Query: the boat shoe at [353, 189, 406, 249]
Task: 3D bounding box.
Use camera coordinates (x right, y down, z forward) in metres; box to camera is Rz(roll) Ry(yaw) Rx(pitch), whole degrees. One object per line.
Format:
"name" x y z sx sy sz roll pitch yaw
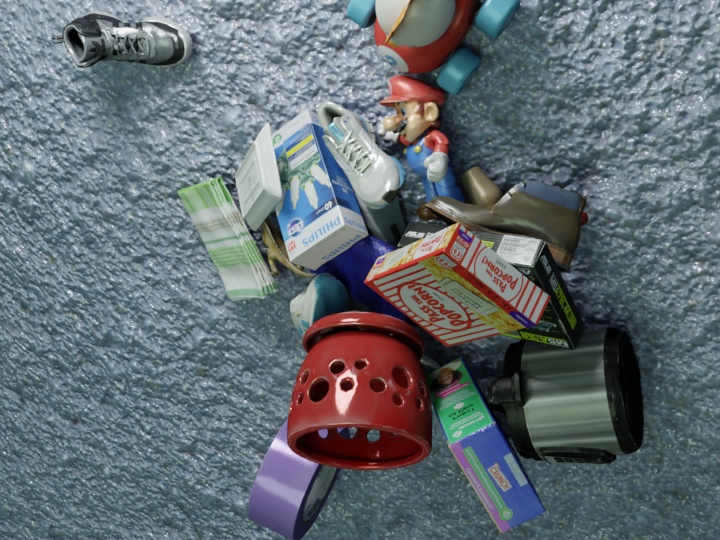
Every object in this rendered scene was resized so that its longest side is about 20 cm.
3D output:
"boat shoe" 0.024 -0.070 1.387 0.068 0.074 0.200 0 128 43

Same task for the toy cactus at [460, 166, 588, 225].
"toy cactus" 0.198 -0.069 1.306 0.200 0.102 0.165 -39 75 36

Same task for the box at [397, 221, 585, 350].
"box" 0.172 0.020 1.244 0.200 0.048 0.193 10 153 37

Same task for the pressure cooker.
"pressure cooker" 0.278 0.173 1.319 0.199 0.179 0.176 -9 117 24

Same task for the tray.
"tray" -0.151 -0.129 1.378 0.200 0.022 0.108 145 114 -69

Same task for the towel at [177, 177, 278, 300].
"towel" -0.215 -0.043 1.500 0.149 0.031 0.200 -8 112 56

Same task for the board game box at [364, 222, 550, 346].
"board game box" 0.116 0.023 1.197 0.151 0.046 0.200 37 155 -15

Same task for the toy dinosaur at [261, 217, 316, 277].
"toy dinosaur" -0.122 -0.030 1.438 0.200 0.058 0.101 58 172 34

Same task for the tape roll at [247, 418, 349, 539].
"tape roll" -0.098 0.331 1.559 0.085 0.200 0.200 22 121 13

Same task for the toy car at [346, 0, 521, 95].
"toy car" 0.065 -0.310 1.169 0.184 0.200 0.177 38 122 5

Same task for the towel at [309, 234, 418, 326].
"towel" 0.000 0.000 1.386 0.200 0.050 0.148 27 150 31

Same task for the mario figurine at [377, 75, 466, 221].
"mario figurine" 0.070 -0.162 1.288 0.123 0.106 0.201 -12 99 35

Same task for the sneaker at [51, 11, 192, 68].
"sneaker" -0.354 -0.331 1.410 0.199 0.114 0.076 13 119 19

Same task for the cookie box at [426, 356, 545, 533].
"cookie box" 0.171 0.245 1.371 0.075 0.200 0.171 -29 112 3

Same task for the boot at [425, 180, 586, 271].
"boot" 0.188 -0.078 1.220 0.200 0.075 0.097 23 88 12

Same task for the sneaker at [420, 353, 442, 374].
"sneaker" 0.037 0.174 1.483 0.199 0.086 0.078 6 125 22

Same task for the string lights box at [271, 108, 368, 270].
"string lights box" -0.069 -0.113 1.344 0.103 0.059 0.200 -33 59 26

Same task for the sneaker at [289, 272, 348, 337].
"sneaker" -0.070 0.059 1.448 0.081 0.076 0.200 43 156 19

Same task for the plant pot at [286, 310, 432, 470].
"plant pot" 0.004 0.167 1.344 0.200 0.183 0.201 5 153 2

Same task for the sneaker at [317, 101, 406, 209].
"sneaker" -0.010 -0.158 1.277 0.075 0.200 0.087 -44 134 12
